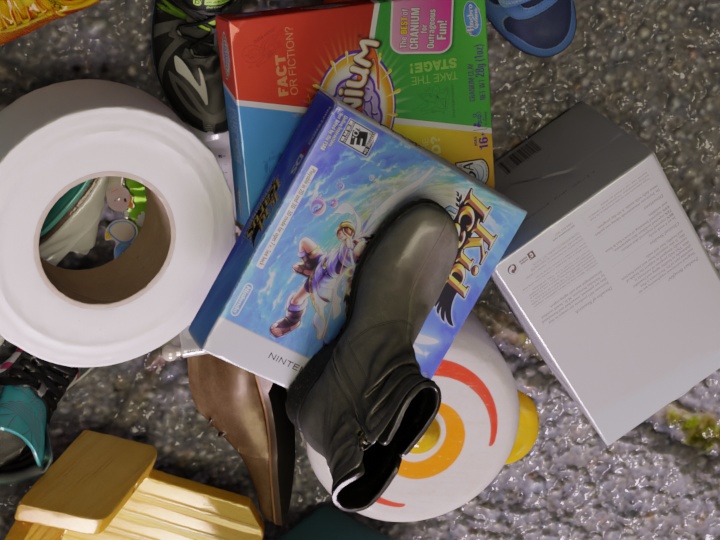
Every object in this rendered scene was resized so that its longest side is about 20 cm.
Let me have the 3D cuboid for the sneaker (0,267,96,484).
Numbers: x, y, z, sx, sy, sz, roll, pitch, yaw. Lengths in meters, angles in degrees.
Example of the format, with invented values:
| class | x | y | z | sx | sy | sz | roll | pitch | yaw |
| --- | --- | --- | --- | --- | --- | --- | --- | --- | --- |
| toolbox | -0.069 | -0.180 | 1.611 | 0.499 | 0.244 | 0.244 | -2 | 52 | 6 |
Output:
| class | x | y | z | sx | sy | sz | roll | pitch | yaw |
| --- | --- | --- | --- | --- | --- | --- | --- | --- | --- |
| sneaker | -0.258 | 0.094 | 1.099 | 0.083 | 0.121 | 0.200 | 39 | 100 | -24 |

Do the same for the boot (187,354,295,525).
| class | x | y | z | sx | sy | sz | roll | pitch | yaw |
| --- | --- | --- | --- | --- | --- | --- | --- | --- | --- |
| boot | -0.099 | 0.126 | 1.188 | 0.074 | 0.074 | 0.202 | -6 | 109 | 7 |

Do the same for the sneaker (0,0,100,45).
| class | x | y | z | sx | sy | sz | roll | pitch | yaw |
| --- | --- | --- | --- | --- | --- | --- | --- | --- | --- |
| sneaker | -0.239 | -0.207 | 0.996 | 0.198 | 0.077 | 0.073 | -26 | 117 | 8 |

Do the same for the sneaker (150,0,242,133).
| class | x | y | z | sx | sy | sz | roll | pitch | yaw |
| --- | --- | --- | --- | --- | --- | --- | --- | --- | --- |
| sneaker | -0.120 | -0.197 | 1.026 | 0.070 | 0.083 | 0.202 | -3 | 113 | -9 |

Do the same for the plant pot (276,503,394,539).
| class | x | y | z | sx | sy | sz | roll | pitch | yaw |
| --- | --- | --- | --- | --- | --- | --- | --- | --- | --- |
| plant pot | -0.047 | 0.324 | 1.184 | 0.199 | 0.140 | 0.143 | -23 | 125 | -47 |

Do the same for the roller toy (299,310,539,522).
| class | x | y | z | sx | sy | sz | roll | pitch | yaw |
| --- | --- | --- | --- | --- | --- | --- | --- | --- | --- |
| roller toy | 0.037 | 0.111 | 1.164 | 0.182 | 0.140 | 0.201 | -34 | 116 | 3 |

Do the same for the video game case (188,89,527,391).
| class | x | y | z | sx | sy | sz | roll | pitch | yaw |
| --- | --- | --- | --- | --- | --- | --- | --- | --- | --- |
| video game case | 0.000 | 0.000 | 1.017 | 0.180 | 0.045 | 0.201 | 26 | 98 | -28 |

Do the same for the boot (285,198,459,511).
| class | x | y | z | sx | sy | sz | roll | pitch | yaw |
| --- | --- | --- | --- | --- | --- | --- | --- | --- | --- |
| boot | 0.028 | 0.059 | 0.949 | 0.067 | 0.131 | 0.201 | 26 | 98 | -28 |

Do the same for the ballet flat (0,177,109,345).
| class | x | y | z | sx | sy | sz | roll | pitch | yaw |
| --- | --- | --- | --- | --- | --- | --- | --- | --- | --- |
| ballet flat | -0.251 | -0.018 | 1.089 | 0.069 | 0.069 | 0.200 | 40 | 96 | -25 |

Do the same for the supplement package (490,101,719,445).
| class | x | y | z | sx | sy | sz | roll | pitch | yaw |
| --- | --- | --- | --- | --- | --- | --- | --- | --- | --- |
| supplement package | 0.194 | 0.000 | 1.147 | 0.151 | 0.151 | 0.201 | -34 | 116 | 2 |

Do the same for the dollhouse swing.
| class | x | y | z | sx | sy | sz | roll | pitch | yaw |
| --- | --- | --- | --- | --- | --- | --- | --- | --- | --- |
| dollhouse swing | -0.200 | 0.270 | 1.157 | 0.174 | 0.182 | 0.202 | 25 | 113 | 4 |

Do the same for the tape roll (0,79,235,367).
| class | x | y | z | sx | sy | sz | roll | pitch | yaw |
| --- | --- | --- | --- | --- | --- | --- | --- | --- | --- |
| tape roll | -0.194 | -0.034 | 1.017 | 0.200 | 0.071 | 0.205 | -11 | 117 | -23 |

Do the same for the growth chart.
| class | x | y | z | sx | sy | sz | roll | pitch | yaw |
| --- | --- | --- | --- | --- | --- | --- | --- | --- | --- |
| growth chart | -0.130 | -0.024 | 1.107 | 0.143 | 0.018 | 0.202 | -14 | 102 | 2 |

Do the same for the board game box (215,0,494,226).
| class | x | y | z | sx | sy | sz | roll | pitch | yaw |
| --- | --- | --- | --- | --- | --- | --- | --- | --- | --- |
| board game box | -0.001 | -0.122 | 1.028 | 0.198 | 0.040 | 0.155 | -11 | 107 | -18 |

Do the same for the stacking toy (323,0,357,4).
| class | x | y | z | sx | sy | sz | roll | pitch | yaw |
| --- | --- | --- | --- | --- | --- | --- | --- | --- | --- |
| stacking toy | -0.013 | -0.165 | 1.071 | 0.084 | 0.085 | 0.202 | 9 | 107 | -16 |

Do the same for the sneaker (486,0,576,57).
| class | x | y | z | sx | sy | sz | roll | pitch | yaw |
| --- | --- | --- | --- | --- | --- | --- | --- | --- | --- |
| sneaker | 0.118 | -0.247 | 1.062 | 0.073 | 0.082 | 0.201 | -29 | 118 | -1 |
